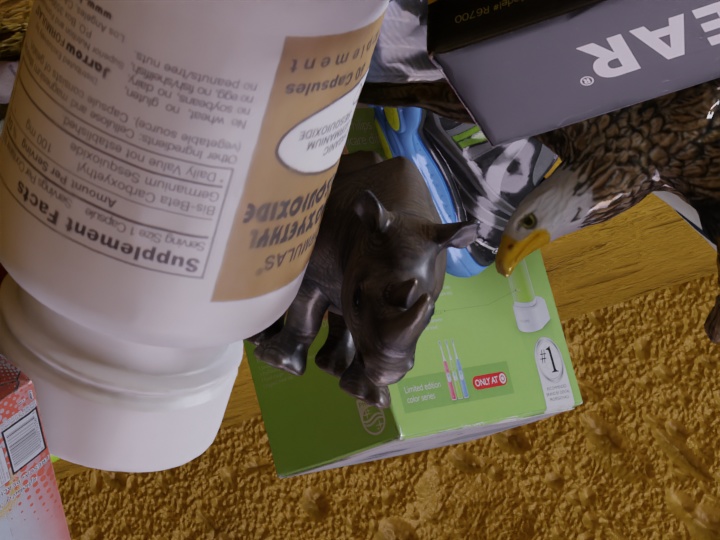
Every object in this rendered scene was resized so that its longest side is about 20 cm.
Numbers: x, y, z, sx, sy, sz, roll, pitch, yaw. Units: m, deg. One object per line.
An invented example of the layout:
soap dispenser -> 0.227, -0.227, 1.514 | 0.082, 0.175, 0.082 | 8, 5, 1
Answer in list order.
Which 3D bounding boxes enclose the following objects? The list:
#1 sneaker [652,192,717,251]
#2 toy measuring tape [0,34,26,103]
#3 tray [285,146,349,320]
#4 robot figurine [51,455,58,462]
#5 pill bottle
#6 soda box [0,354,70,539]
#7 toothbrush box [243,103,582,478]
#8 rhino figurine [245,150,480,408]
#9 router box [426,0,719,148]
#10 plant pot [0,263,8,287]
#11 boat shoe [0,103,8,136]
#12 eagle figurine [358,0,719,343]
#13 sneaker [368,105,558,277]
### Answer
sneaker -> 0.130, -0.070, 1.297 | 0.080, 0.199, 0.129 | -53, -156, -23
toy measuring tape -> -0.108, -0.092, 1.086 | 0.199, 0.074, 0.074 | 0, 179, 24
tray -> -0.047, -0.031, 1.190 | 0.037, 0.099, 0.200 | -25, -173, -17
robot figurine -> -0.180, 0.005, 1.239 | 0.115, 0.176, 0.200 | -14, -150, 25
pill bottle -> -0.066, -0.037, 0.939 | 0.114, 0.114, 0.201 | -9, 128, -40
soda box -> -0.143, 0.105, 0.978 | 0.063, 0.068, 0.200 | -35, 141, -27
toothbrush box -> 0.010, -0.012, 1.338 | 0.086, 0.201, 0.145 | -19, 173, 40
rhino figurine -> 0.000, 0.000, 0.999 | 0.060, 0.088, 0.200 | 20, -179, -11
router box -> 0.120, -0.133, 0.849 | 0.199, 0.150, 0.051 | -17, 136, 21
plant pot -> -0.245, 0.012, 1.008 | 0.200, 0.201, 0.182 | -20, 169, 33
boat shoe -> -0.135, -0.048, 1.168 | 0.074, 0.062, 0.200 | -18, -166, 21
eagle figurine -> 0.084, -0.062, 1.049 | 0.151, 0.200, 0.152 | -39, 169, -51
sneaker -> 0.046, -0.080, 1.224 | 0.082, 0.071, 0.200 | -27, 140, -6
